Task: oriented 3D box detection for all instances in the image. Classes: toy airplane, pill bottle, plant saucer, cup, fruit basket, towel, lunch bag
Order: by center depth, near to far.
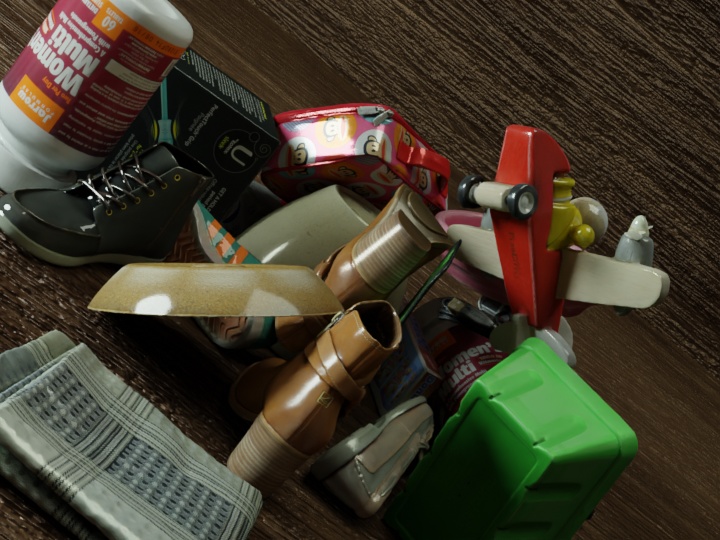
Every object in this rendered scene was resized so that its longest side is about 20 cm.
[{"bbox_3d":[-0.153,0.116,0.820,0.200,0.035,0.193,39,13,0],"label":"towel"},{"bbox_3d":[-0.111,0.013,1.010,0.199,0.036,0.200,1,2,0],"label":"plant saucer"},{"bbox_3d":[0.136,0.162,1.098,0.156,0.216,0.215,46,15,28],"label":"fruit basket"},{"bbox_3d":[-0.241,-0.157,1.109,0.109,0.200,0.110,37,13,-10],"label":"pill bottle"},{"bbox_3d":[0.172,-0.013,1.163,0.141,0.199,0.200,-28,71,-33],"label":"toy airplane"},{"bbox_3d":[-0.031,0.000,1.302,0.200,0.143,0.200,37,13,-10],"label":"cup"},{"bbox_3d":[0.164,-0.004,1.343,0.199,0.051,0.201,17,15,-5],"label":"plant saucer"},{"bbox_3d":[0.118,0.118,1.362,0.109,0.110,0.200,30,16,-34],"label":"pill bottle"},{"bbox_3d":[0.008,-0.103,1.363,0.200,0.175,0.083,36,54,-57],"label":"lunch bag"}]

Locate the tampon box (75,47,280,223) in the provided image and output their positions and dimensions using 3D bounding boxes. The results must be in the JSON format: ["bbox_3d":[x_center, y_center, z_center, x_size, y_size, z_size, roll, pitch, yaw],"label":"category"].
[{"bbox_3d":[-0.204,-0.144,1.282,0.199,0.150,0.126,34,14,-22],"label":"tampon box"}]

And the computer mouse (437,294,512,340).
[{"bbox_3d":[0.155,0.050,1.323,0.109,0.044,0.200,23,16,21],"label":"computer mouse"}]

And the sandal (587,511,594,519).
[{"bbox_3d":[0.189,0.201,1.457,0.200,0.045,0.075,45,14,21],"label":"sandal"}]

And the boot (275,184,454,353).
[{"bbox_3d":[0.000,0.000,1.177,0.074,0.155,0.200,51,16,3],"label":"boot"}]

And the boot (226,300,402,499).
[{"bbox_3d":[-0.035,0.075,1.007,0.077,0.155,0.200,39,13,-5],"label":"boot"}]

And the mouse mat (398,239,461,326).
[{"bbox_3d":[0.020,0.059,1.118,0.008,0.200,0.161,39,12,1],"label":"mouse mat"}]

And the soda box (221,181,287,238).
[{"bbox_3d":[-0.075,-0.032,1.450,0.199,0.068,0.064,25,21,-46],"label":"soda box"}]

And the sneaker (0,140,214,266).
[{"bbox_3d":[-0.213,-0.065,1.081,0.075,0.106,0.200,45,19,23],"label":"sneaker"}]

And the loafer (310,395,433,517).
[{"bbox_3d":[0.020,0.160,1.105,0.063,0.072,0.200,55,22,8],"label":"loafer"}]

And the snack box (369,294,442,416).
[{"bbox_3d":[0.035,0.086,1.353,0.024,0.072,0.200,34,14,-22],"label":"snack box"}]

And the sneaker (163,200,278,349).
[{"bbox_3d":[-0.138,-0.004,1.195,0.200,0.071,0.080,55,18,25],"label":"sneaker"}]
